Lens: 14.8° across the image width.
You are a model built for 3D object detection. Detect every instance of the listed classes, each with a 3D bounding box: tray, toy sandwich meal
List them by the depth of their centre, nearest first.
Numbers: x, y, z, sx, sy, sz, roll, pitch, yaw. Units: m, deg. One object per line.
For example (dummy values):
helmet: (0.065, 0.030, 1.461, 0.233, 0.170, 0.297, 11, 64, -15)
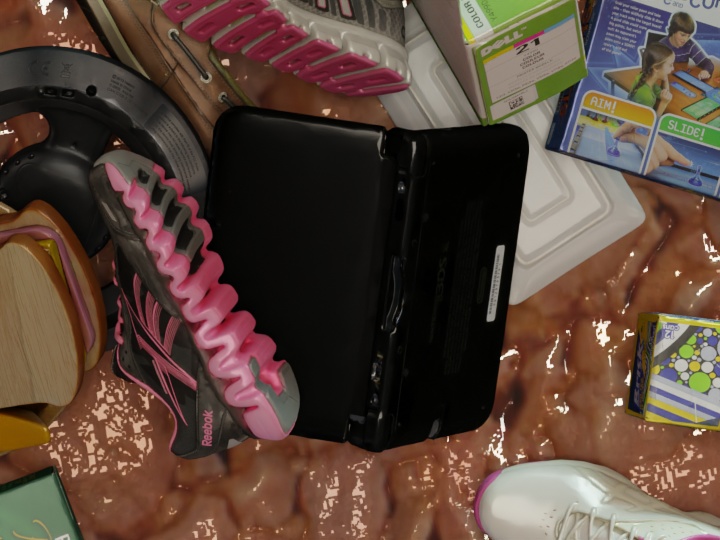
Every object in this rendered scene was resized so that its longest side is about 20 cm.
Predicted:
toy sandwich meal: (-0.253, 0.040, 1.678, 0.205, 0.070, 0.205, 2, 111, 4)
tray: (0.088, -0.087, 1.761, 0.107, 0.022, 0.200, -33, 95, -3)

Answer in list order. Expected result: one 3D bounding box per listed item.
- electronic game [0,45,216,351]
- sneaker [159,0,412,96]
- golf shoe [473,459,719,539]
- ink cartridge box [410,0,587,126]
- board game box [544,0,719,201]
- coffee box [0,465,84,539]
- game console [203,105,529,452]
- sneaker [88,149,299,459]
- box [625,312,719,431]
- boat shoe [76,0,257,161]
electronic game: (-0.187, -0.041, 1.702, 0.200, 0.042, 0.200, 2, 111, 5)
sneaker: (-0.048, -0.177, 1.687, 0.200, 0.074, 0.087, 23, 62, -34)
golf shoe: (0.171, 0.170, 1.746, 0.200, 0.092, 0.075, 16, 92, -5)
ink cartridge box: (0.064, -0.201, 1.642, 0.076, 0.200, 0.148, -26, 63, -4)
board game box: (0.230, -0.113, 1.755, 0.200, 0.034, 0.135, 17, 90, -14)
coffee box: (-0.261, 0.213, 1.725, 0.200, 0.044, 0.123, -22, 95, -4)
game console: (0.000, 0.000, 1.719, 0.176, 0.116, 0.200, -8, 111, -48)
sneaker: (-0.120, 0.027, 1.657, 0.095, 0.079, 0.200, -26, 97, 23)
box: (0.275, 0.073, 1.766, 0.200, 0.064, 0.070, 7, 91, -6)
boat shoe: (-0.122, -0.144, 1.716, 0.068, 0.072, 0.200, -32, 107, -3)
